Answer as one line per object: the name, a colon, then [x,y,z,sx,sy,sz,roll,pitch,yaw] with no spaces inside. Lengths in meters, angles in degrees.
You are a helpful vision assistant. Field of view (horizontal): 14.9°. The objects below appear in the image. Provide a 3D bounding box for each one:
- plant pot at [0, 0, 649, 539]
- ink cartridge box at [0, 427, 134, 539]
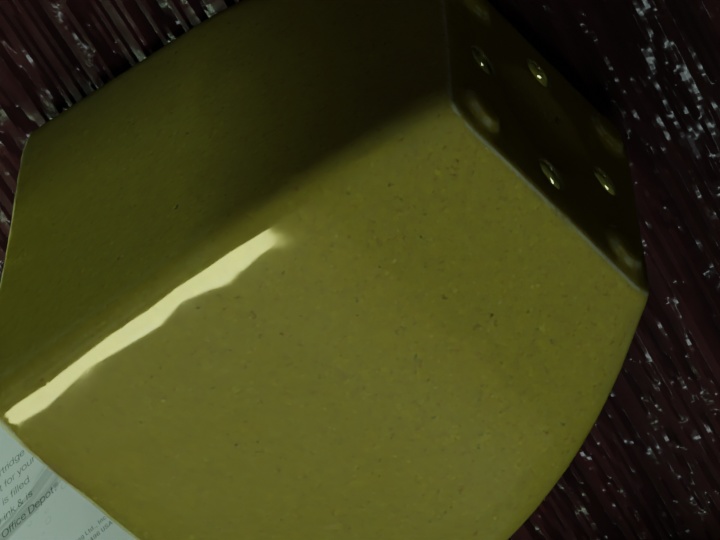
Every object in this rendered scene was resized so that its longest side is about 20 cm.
plant pot: [0.000,0.000,1.063,0.200,0.195,0.195,-36,117,22]
ink cartridge box: [-0.132,0.142,1.160,0.145,0.200,0.083,-43,131,6]
